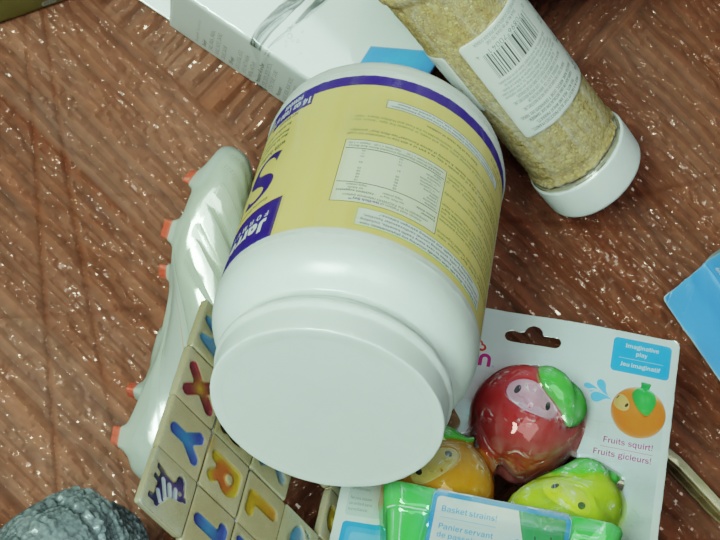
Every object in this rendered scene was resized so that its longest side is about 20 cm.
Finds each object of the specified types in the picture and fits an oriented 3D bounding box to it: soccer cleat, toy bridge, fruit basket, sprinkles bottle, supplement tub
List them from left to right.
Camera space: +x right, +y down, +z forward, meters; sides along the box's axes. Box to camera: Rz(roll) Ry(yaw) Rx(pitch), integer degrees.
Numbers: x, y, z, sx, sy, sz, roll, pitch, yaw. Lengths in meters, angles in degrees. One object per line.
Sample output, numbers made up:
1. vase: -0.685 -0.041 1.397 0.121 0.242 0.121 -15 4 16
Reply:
1. soccer cleat: -0.084 0.030 0.837 0.077 0.069 0.203 13 86 13
2. supplement tub: 0.000 0.000 0.782 0.144 0.146 0.201 19 46 -5
3. fruit basket: 0.083 0.110 0.810 0.183 0.094 0.202 11 67 7
4. sprinkles bottle: 0.090 -0.118 0.844 0.200 0.068 0.069 45 74 -33
5. toy bridge: 0.156 0.133 0.879 0.198 0.027 0.068 19 76 -5

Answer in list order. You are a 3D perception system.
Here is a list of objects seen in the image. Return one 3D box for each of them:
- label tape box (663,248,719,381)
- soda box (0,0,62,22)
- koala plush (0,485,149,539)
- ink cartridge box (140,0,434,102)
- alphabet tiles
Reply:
1. label tape box: 0.314 0.014 0.906 0.199 0.066 0.144 -35 87 -14
2. soda box: -0.202 -0.208 0.793 0.063 0.200 0.068 -21 83 -12
3. koala plush: -0.139 0.230 0.706 0.184 0.177 0.201 -42 81 31
4. ink cartridge box: -0.040 -0.175 0.881 0.199 0.067 0.117 33 77 -2
5. alphabet tiles: -0.058 0.142 0.758 0.168 0.007 0.202 50 36 -33
